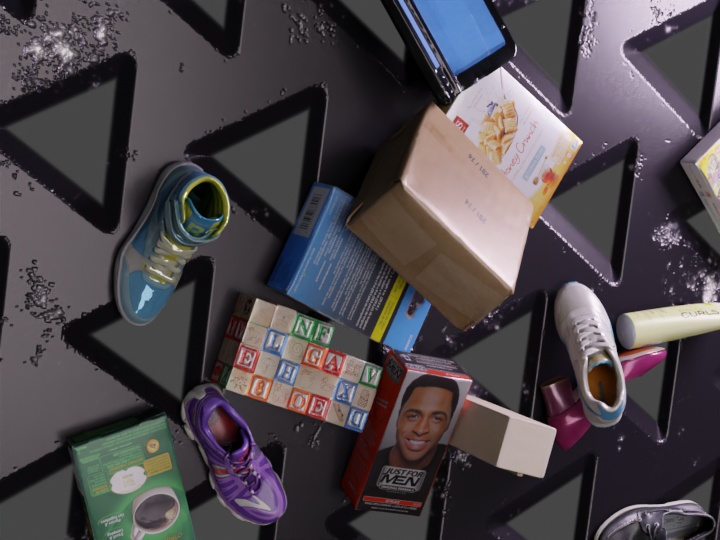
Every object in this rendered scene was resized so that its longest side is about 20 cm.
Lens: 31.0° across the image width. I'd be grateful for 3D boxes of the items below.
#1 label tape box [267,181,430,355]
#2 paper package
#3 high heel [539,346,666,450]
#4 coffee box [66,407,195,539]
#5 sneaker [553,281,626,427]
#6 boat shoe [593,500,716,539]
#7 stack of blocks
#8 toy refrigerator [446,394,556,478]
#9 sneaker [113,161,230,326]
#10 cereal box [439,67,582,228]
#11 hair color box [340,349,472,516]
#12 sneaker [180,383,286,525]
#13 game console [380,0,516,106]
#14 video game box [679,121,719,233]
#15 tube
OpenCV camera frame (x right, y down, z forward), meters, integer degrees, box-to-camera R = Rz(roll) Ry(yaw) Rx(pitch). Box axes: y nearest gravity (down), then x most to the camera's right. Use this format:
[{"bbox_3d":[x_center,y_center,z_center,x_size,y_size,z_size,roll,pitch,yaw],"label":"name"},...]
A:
[{"bbox_3d":[0.000,0.000,1.631,0.199,0.063,0.146,29,83,-30],"label":"label tape box"},{"bbox_3d":[0.103,-0.068,1.586,0.200,0.103,0.192,41,39,-16],"label":"paper package"},{"bbox_3d":[0.349,0.175,1.824,0.197,0.067,0.098,-19,95,-8],"label":"high heel"},{"bbox_3d":[-0.268,0.279,1.542,0.121,0.044,0.203,-18,103,-23],"label":"coffee box"},{"bbox_3d":[0.316,0.106,1.759,0.075,0.081,0.203,-15,72,-2],"label":"sneaker"},{"bbox_3d":[0.434,0.385,1.893,0.196,0.066,0.076,-3,98,-26],"label":"boat shoe"},{"bbox_3d":[-0.073,0.115,1.612,0.198,0.058,0.117,21,86,-27],"label":"stack of blocks"},{"bbox_3d":[0.158,0.206,1.659,0.075,0.199,0.071,17,89,-27],"label":"toy refrigerator"},{"bbox_3d":[-0.215,-0.027,1.484,0.079,0.130,0.203,20,88,-28],"label":"sneaker"},{"bbox_3d":[0.187,-0.170,1.717,0.199,0.039,0.145,36,79,-25],"label":"cereal box"},{"bbox_3d":[0.057,0.209,1.657,0.100,0.061,0.203,10,108,-26],"label":"hair color box"},{"bbox_3d":[-0.151,0.232,1.574,0.080,0.083,0.201,-38,112,-17],"label":"sneaker"},{"bbox_3d":[0.102,-0.322,1.599,0.115,0.176,0.202,-30,97,11],"label":"game console"},{"bbox_3d":[0.583,-0.150,1.915,0.200,0.047,0.183,-42,114,-17],"label":"video game box"},{"bbox_3d":[0.464,0.072,1.873,0.197,0.052,0.059,-8,61,-21],"label":"tube"}]
